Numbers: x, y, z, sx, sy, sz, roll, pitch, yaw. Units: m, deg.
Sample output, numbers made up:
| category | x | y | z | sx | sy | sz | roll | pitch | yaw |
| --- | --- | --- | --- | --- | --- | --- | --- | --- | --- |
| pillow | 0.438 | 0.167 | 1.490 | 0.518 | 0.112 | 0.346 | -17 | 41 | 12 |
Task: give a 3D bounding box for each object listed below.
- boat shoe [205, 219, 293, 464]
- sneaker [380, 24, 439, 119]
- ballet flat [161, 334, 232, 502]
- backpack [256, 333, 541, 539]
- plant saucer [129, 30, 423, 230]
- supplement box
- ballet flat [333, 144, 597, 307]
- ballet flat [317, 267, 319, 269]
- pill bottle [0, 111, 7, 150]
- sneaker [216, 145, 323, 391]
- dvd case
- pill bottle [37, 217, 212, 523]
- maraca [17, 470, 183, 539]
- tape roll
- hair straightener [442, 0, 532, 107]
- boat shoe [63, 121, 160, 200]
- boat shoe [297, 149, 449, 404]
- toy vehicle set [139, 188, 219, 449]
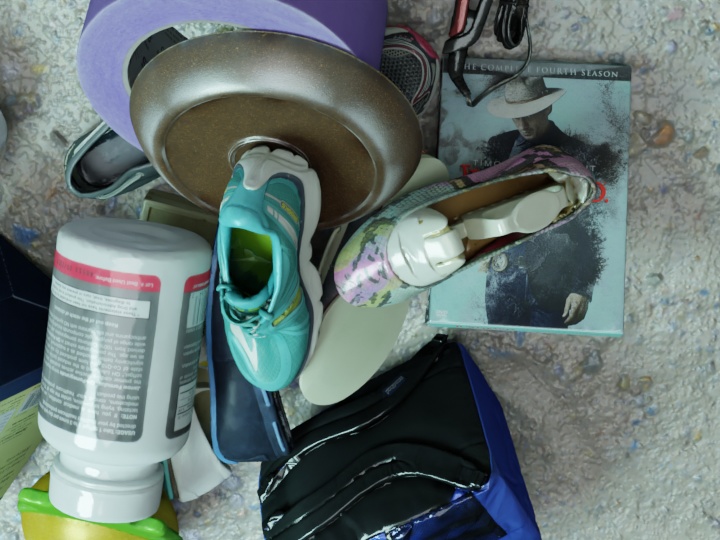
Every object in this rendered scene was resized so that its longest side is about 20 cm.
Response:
| category | x | y | z | sx | sy | sz | roll | pitch | yaw |
| --- | --- | --- | --- | --- | --- | --- | --- | --- | --- |
| boat shoe | -0.077 | 0.050 | 1.157 | 0.068 | 0.084 | 0.202 | 2 | 122 | 5 |
| sneaker | -0.020 | -0.099 | 1.147 | 0.200 | 0.075 | 0.081 | -42 | 102 | 16 |
| ballet flat | -0.141 | 0.086 | 1.205 | 0.069 | 0.070 | 0.202 | -8 | 113 | 6 |
| backpack | 0.030 | 0.186 | 1.201 | 0.199 | 0.163 | 0.168 | -26 | 126 | 10 |
| plant saucer | -0.058 | -0.081 | 1.021 | 0.198 | 0.032 | 0.201 | 7 | 148 | 4 |
| supplement box | -0.326 | 0.100 | 1.159 | 0.134 | 0.200 | 0.200 | 39 | 108 | 8 |
| ballet flat | 0.076 | -0.031 | 1.067 | 0.199 | 0.071 | 0.070 | -25 | 106 | -13 |
| ballet flat | 0.030 | -0.017 | 1.186 | 0.199 | 0.072 | 0.073 | -20 | 108 | 10 |
| pill bottle | -0.365 | -0.063 | 1.163 | 0.111 | 0.111 | 0.200 | 39 | 107 | -10 |
| sneaker | -0.072 | 0.010 | 1.031 | 0.077 | 0.080 | 0.201 | 12 | 135 | 13 |
| dvd case | 0.125 | -0.055 | 1.132 | 0.144 | 0.022 | 0.202 | 4 | 79 | 3 |
| pill bottle | -0.171 | 0.071 | 1.094 | 0.110 | 0.111 | 0.202 | 9 | 102 | 0 |
| maraca | -0.207 | 0.199 | 1.217 | 0.136 | 0.200 | 0.108 | 11 | 73 | -3 |
| tape roll | -0.084 | -0.151 | 1.024 | 0.198 | 0.086 | 0.201 | 6 | 147 | 4 |
| hair straightener | 0.108 | -0.215 | 1.104 | 0.076 | 0.041 | 0.202 | 10 | 100 | -1 |
| boat shoe | -0.137 | -0.109 | 1.157 | 0.199 | 0.062 | 0.073 | -27 | 103 | 11 |
| boat shoe | 0.000 | 0.000 | 1.125 | 0.071 | 0.062 | 0.201 | 17 | 99 | -39 |
| toy vehicle set | -0.132 | 0.046 | 1.231 | 0.123 | 0.027 | 0.202 | 15 | 110 | -2 |
